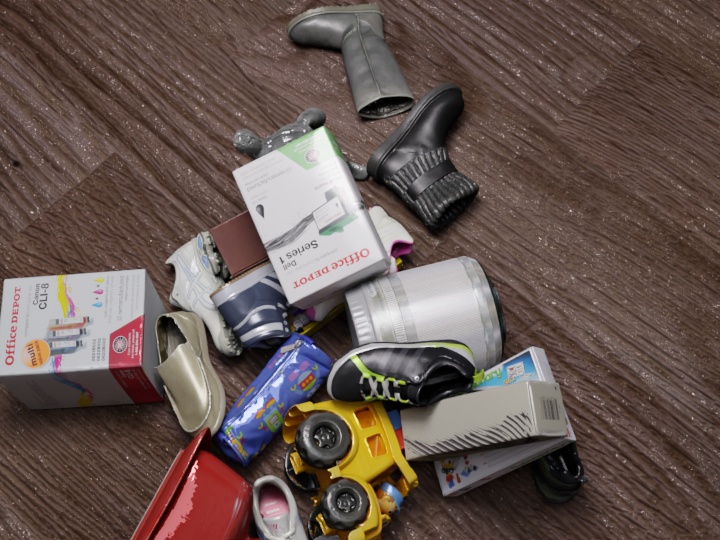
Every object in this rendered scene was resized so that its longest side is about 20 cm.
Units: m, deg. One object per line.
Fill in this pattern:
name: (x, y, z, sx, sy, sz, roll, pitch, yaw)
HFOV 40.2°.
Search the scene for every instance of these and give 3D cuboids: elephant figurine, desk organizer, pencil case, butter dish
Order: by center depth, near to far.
butter dish: (-0.190, 0.324, 1.224, 0.147, 0.200, 0.201, 27, 67, 3)
pencil case: (-0.121, 0.172, 1.346, 0.078, 0.087, 0.200, 29, 68, 38)
desk organizer: (-0.112, -0.067, 1.423, 0.199, 0.072, 0.078, -27, 88, 0)
elephant figurine: (-0.083, -0.168, 1.449, 0.141, 0.200, 0.156, 26, 67, 14)

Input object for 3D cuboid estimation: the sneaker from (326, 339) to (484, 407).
sneaker: (0.054, 0.133, 1.229, 0.198, 0.072, 0.083, -12, 27, 1)

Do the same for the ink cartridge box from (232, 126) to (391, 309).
ink cartridge box: (-0.064, -0.068, 1.332, 0.145, 0.084, 0.201, -26, 81, 5)

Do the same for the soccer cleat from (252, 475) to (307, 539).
soccer cleat: (-0.098, 0.357, 1.256, 0.069, 0.087, 0.201, -20, 66, -8)

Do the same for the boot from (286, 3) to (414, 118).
boot: (-0.018, -0.337, 1.612, 0.180, 0.073, 0.202, -11, 71, -2)

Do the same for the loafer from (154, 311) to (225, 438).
loafer: (-0.239, 0.139, 1.328, 0.076, 0.068, 0.201, -40, 52, 22)

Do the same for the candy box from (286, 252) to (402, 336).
candy box: (-0.045, 0.013, 1.457, 0.199, 0.026, 0.102, -36, 64, -15)

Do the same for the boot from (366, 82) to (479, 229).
boot: (0.129, -0.175, 1.512, 0.157, 0.080, 0.211, 37, 79, 24)

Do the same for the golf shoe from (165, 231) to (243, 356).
golf shoe: (-0.227, 0.046, 1.433, 0.097, 0.078, 0.201, -25, 59, 10)

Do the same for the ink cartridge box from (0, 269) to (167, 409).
ink cartridge box: (-0.381, 0.098, 1.360, 0.198, 0.145, 0.147, -5, 64, 1)

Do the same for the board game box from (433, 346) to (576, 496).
board game box: (0.173, 0.200, 1.287, 0.199, 0.034, 0.127, -33, 59, 32)

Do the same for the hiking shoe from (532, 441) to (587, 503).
hiking shoe: (0.242, 0.202, 1.308, 0.075, 0.101, 0.201, -20, 67, -24)

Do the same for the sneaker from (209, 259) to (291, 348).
sneaker: (-0.108, 0.038, 1.395, 0.199, 0.070, 0.109, -29, 86, -34)

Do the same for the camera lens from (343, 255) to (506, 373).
camera lens: (0.089, 0.075, 1.346, 0.198, 0.160, 0.161, -13, 64, -5)

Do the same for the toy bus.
toy bus: (0.009, 0.260, 1.289, 0.190, 0.136, 0.201, -13, 65, -22)

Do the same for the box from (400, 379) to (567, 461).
box: (0.151, 0.190, 1.231, 0.199, 0.082, 0.069, -21, 69, 39)

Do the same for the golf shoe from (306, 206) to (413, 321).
golf shoe: (0.000, 0.000, 1.408, 0.091, 0.075, 0.201, 32, 70, 12)
